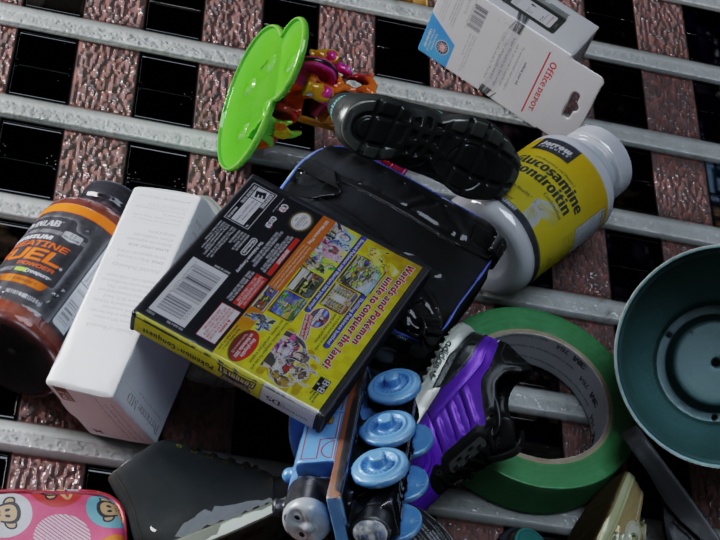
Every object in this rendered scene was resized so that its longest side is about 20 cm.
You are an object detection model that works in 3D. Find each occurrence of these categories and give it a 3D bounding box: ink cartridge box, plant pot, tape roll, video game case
[{"bbox_3d":[0.173,-0.237,1.889,0.200,0.116,0.068,35,52,10],"label":"ink cartridge box"},{"bbox_3d":[0.333,0.082,1.634,0.200,0.134,0.200,-1,84,7],"label":"plant pot"},{"bbox_3d":[0.156,0.128,1.639,0.200,0.048,0.201,9,51,-12],"label":"tape roll"},{"bbox_3d":[-0.063,0.022,1.476,0.181,0.026,0.200,28,48,11],"label":"video game case"}]

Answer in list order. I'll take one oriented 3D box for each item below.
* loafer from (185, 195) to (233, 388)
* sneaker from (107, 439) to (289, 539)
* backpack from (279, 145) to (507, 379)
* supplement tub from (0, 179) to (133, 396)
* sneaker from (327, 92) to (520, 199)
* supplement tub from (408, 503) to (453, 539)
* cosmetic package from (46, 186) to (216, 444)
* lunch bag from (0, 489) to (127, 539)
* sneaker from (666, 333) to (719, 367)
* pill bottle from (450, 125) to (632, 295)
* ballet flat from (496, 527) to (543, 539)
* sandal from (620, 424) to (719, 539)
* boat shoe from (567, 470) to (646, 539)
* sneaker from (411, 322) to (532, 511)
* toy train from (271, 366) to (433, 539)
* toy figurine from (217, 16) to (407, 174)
[{"bbox_3d":[-0.145,0.015,1.614,0.070,0.070,0.200,3,52,-27],"label":"loafer"},{"bbox_3d":[-0.106,0.177,1.493,0.200,0.075,0.106,-18,63,-28],"label":"sneaker"},{"bbox_3d":[0.000,0.000,1.622,0.200,0.147,0.183,34,48,5],"label":"backpack"},{"bbox_3d":[-0.261,0.008,1.558,0.107,0.107,0.200,27,49,4],"label":"supplement tub"},{"bbox_3d":[0.059,-0.126,1.647,0.200,0.075,0.079,20,10,-26],"label":"sneaker"},{"bbox_3d":[-0.019,0.277,1.414,0.200,0.123,0.123,-24,63,-31],"label":"supplement tub"},{"bbox_3d":[-0.185,0.038,1.520,0.074,0.102,0.200,9,64,22],"label":"cosmetic package"},{"bbox_3d":[-0.263,0.267,1.367,0.176,0.082,0.200,2,53,-17],"label":"lunch bag"},{"bbox_3d":[0.373,0.070,1.734,0.200,0.082,0.070,28,49,5],"label":"sneaker"},{"bbox_3d":[0.181,-0.067,1.760,0.112,0.112,0.200,42,52,16],"label":"pill bottle"},{"bbox_3d":[0.120,0.309,1.473,0.073,0.073,0.200,14,49,-8],"label":"ballet flat"},{"bbox_3d":[0.287,0.231,1.583,0.048,0.075,0.200,-36,84,4],"label":"sandal"},{"bbox_3d":[0.213,0.266,1.537,0.063,0.073,0.201,32,49,-8],"label":"boat shoe"},{"bbox_3d":[0.087,0.149,1.530,0.099,0.070,0.200,22,79,21],"label":"sneaker"},{"bbox_3d":[-0.006,0.153,1.430,0.114,0.087,0.200,-6,31,12],"label":"toy train"},{"bbox_3d":[-0.017,-0.153,1.731,0.184,0.200,0.150,17,60,-21],"label":"toy figurine"}]
